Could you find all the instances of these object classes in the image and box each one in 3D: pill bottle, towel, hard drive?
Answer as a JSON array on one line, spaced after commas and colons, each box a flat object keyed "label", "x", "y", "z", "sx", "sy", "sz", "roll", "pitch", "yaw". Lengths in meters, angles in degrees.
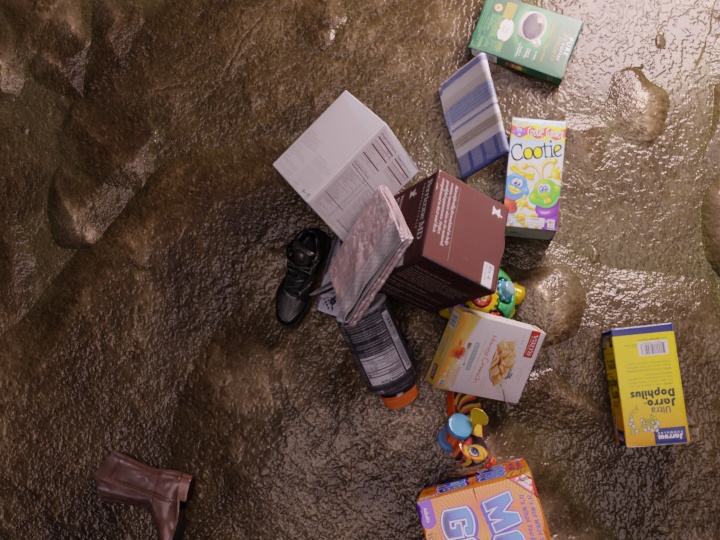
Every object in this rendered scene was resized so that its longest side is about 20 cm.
[{"label": "pill bottle", "x": 0.039, "y": 0.153, "z": 1.424, "sx": 0.105, "sy": 0.106, "sz": 0.203, "roll": -23, "pitch": 104, "yaw": 5}, {"label": "towel", "x": 0.010, "y": -0.029, "z": 1.367, "sx": 0.032, "sy": 0.192, "sz": 0.201, "roll": 24, "pitch": 113, "yaw": -24}, {"label": "hard drive", "x": 0.000, "y": 0.000, "z": 1.504, "sx": 0.132, "sy": 0.042, "sz": 0.204, "roll": 16, "pitch": 85, "yaw": 11}, {"label": "towel", "x": 0.216, "y": -0.293, "z": 1.471, "sx": 0.023, "sy": 0.146, "sz": 0.204, "roll": -6, "pitch": 78, "yaw": -32}]

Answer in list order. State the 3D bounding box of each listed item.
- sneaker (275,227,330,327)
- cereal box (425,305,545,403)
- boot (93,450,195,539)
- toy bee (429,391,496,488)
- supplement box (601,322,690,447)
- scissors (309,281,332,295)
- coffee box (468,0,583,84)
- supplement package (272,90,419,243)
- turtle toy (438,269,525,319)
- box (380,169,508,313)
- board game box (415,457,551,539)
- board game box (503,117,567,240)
[{"label": "sneaker", "x": -0.123, "y": 0.009, "z": 1.489, "sx": 0.075, "sy": 0.114, "sz": 0.202, "roll": 23, "pitch": 88, "yaw": 13}, {"label": "cereal box", "x": 0.226, "y": 0.152, "z": 1.372, "sx": 0.197, "sy": 0.039, "sz": 0.146, "roll": 14, "pitch": 103, "yaw": -29}, {"label": "boot", "x": -0.437, "y": 0.464, "z": 1.502, "sx": 0.196, "sy": 0.064, "sz": 0.190, "roll": 12, "pitch": 71, "yaw": 7}, {"label": "toy bee", "x": 0.192, "y": 0.312, "z": 1.390, "sx": 0.107, "sy": 0.131, "sz": 0.203, "roll": 21, "pitch": 69, "yaw": -4}, {"label": "supplement box", "x": 0.499, "y": 0.201, "z": 1.359, "sx": 0.107, "sy": 0.109, "sz": 0.204, "roll": -6, "pitch": 81, "yaw": 8}, {"label": "scissors", "x": -0.009, "y": -0.003, "z": 1.479, "sx": 0.196, "sy": 0.014, "sz": 0.075, "roll": -12, "pitch": 82, "yaw": 9}, {"label": "coffee box", "x": 0.322, "y": -0.455, "z": 1.512, "sx": 0.197, "sy": 0.044, "sz": 0.125, "roll": 21, "pitch": 87, "yaw": 12}, {"label": "supplement package", "x": -0.027, "y": -0.194, "z": 1.455, "sx": 0.200, "sy": 0.151, "sz": 0.152, "roll": -44, "pitch": 48, "yaw": 1}, {"label": "turtle toy", "x": 0.216, "y": 0.075, "z": 1.427, "sx": 0.144, "sy": 0.101, "sz": 0.203, "roll": 22, "pitch": 86, "yaw": 12}, {"label": "box", "x": 0.131, "y": -0.043, "z": 1.366, "sx": 0.162, "sy": 0.199, "sz": 0.169, "roll": 24, "pitch": 65, "yaw": -24}, {"label": "board game box", "x": 0.221, "y": 0.457, "z": 1.322, "sx": 0.196, "sy": 0.200, "sz": 0.204, "roll": -17, "pitch": 80, "yaw": 7}, {"label": "board game box", "x": 0.322, "y": -0.169, "z": 1.442, "sx": 0.101, "sy": 0.105, "sz": 0.204, "roll": 5, "pitch": 84, "yaw": 9}]
